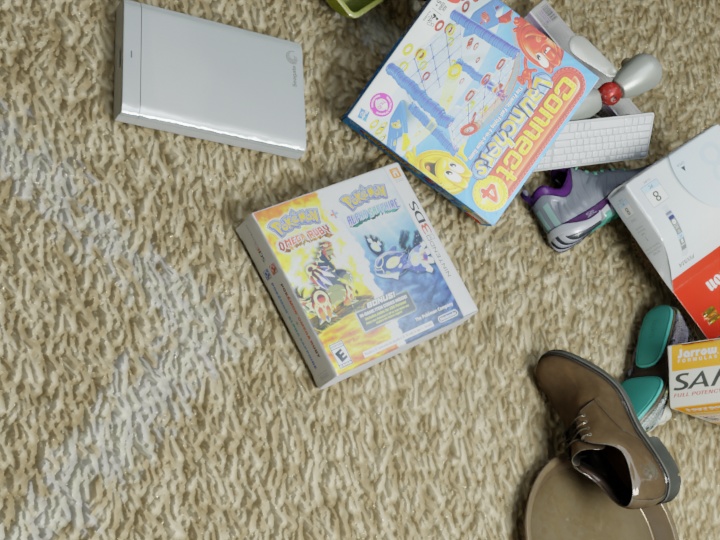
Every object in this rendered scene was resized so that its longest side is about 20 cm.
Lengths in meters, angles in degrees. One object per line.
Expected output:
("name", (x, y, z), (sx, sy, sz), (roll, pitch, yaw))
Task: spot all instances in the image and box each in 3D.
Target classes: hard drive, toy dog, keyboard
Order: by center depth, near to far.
("hard drive", (-0.151, -0.193, 1.396), (0.200, 0.027, 0.132), (10, 63, -28))
("keyboard", (0.247, -0.144, 1.556), (0.200, 0.056, 0.011), (-9, 35, -24))
("toy dog", (0.239, -0.201, 1.585), (0.200, 0.132, 0.096), (-7, 35, -25))

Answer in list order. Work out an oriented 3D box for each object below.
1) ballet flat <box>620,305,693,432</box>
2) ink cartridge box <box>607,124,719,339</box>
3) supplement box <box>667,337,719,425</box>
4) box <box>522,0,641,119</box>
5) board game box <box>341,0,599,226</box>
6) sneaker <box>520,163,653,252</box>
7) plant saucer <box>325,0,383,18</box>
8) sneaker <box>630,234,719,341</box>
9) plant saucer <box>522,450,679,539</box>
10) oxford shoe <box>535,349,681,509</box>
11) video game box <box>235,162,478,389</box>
("ballet flat", (0.323, 0.128, 1.510), (0.072, 0.072, 0.200), (38, 54, -10))
("ink cartridge box", (0.396, -0.044, 1.547), (0.160, 0.047, 0.200), (-32, 84, -27))
("supplement box", (0.438, 0.127, 1.498), (0.200, 0.126, 0.074), (20, 65, -46))
("box", (0.267, -0.238, 1.665), (0.200, 0.039, 0.041), (48, 54, -3))
("board game box", (0.117, -0.184, 1.467), (0.196, 0.056, 0.200), (36, 88, -8))
("sneaker", (0.274, -0.100, 1.584), (0.200, 0.074, 0.088), (-30, 80, -37))
("plant saucer", (-0.021, -0.388, 1.556), (0.200, 0.048, 0.200), (51, 52, -1))
("sneaker", (0.416, 0.008, 1.619), (0.112, 0.071, 0.200), (-31, 83, -34))
("plant saucer", (0.245, 0.281, 1.408), (0.200, 0.029, 0.200), (13, 62, -26))
("oxford shoe", (0.238, 0.159, 1.405), (0.084, 0.073, 0.200), (-10, 49, -39))
("video game box", (0.000, 0.000, 1.385), (0.200, 0.047, 0.182), (-23, 78, -37))
